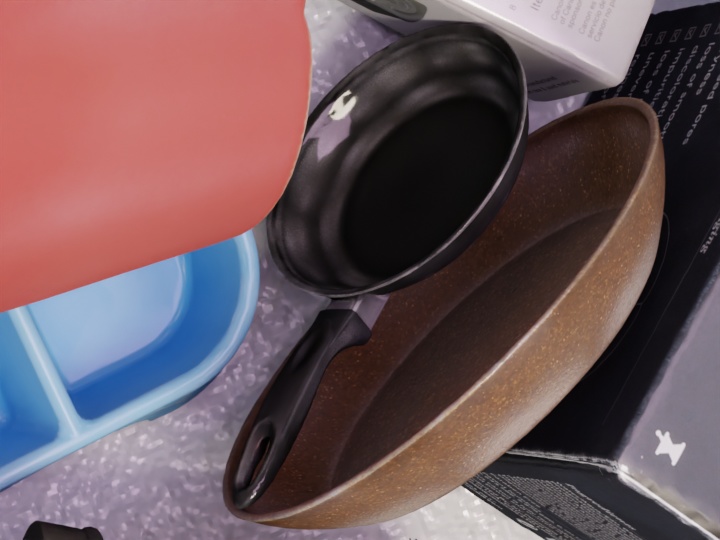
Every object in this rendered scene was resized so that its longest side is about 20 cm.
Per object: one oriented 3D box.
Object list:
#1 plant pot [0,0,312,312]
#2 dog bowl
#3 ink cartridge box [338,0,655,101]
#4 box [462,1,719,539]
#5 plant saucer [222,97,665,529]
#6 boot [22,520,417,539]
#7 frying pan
[{"bbox_3d":[-0.125,-0.073,0.957,0.177,0.200,0.201,-5,90,-30],"label":"plant pot"},{"bbox_3d":[-0.124,0.021,1.059,0.200,0.050,0.112,-27,97,-17],"label":"dog bowl"},{"bbox_3d":[0.024,-0.170,1.097,0.200,0.086,0.148,26,81,-15],"label":"ink cartridge box"},{"bbox_3d":[0.140,0.011,1.073,0.124,0.197,0.200,33,79,-15],"label":"box"},{"bbox_3d":[0.036,0.023,1.025,0.037,0.200,0.200,46,75,-14],"label":"plant saucer"},{"bbox_3d":[-0.043,0.187,0.986,0.158,0.079,0.211,9,83,-17],"label":"boot"},{"bbox_3d":[0.014,-0.007,1.033,0.031,0.115,0.190,40,39,-37],"label":"frying pan"}]
